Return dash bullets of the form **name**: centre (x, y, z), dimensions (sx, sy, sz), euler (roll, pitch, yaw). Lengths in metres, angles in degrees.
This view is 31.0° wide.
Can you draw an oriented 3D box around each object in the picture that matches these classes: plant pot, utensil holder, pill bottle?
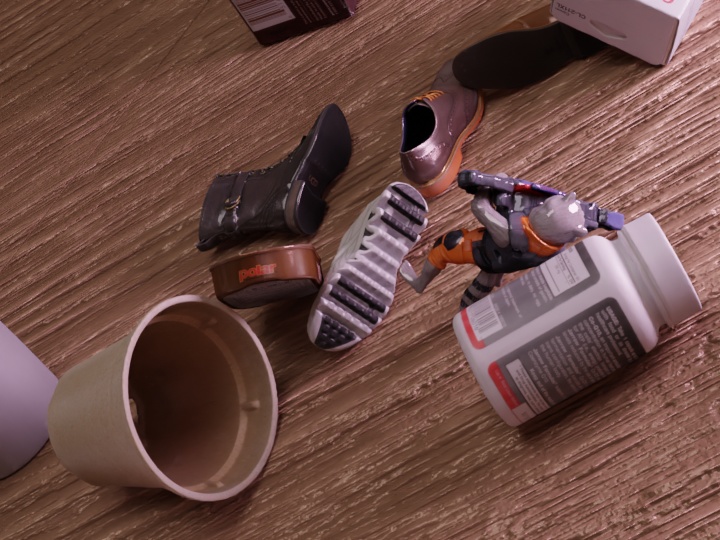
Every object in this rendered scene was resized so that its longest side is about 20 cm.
- **plant pot**: centre (-0.216, 0.144, 1.330), dimensions (0.182, 0.200, 0.202), euler (-18, 41, 41)
- **utensil holder**: centre (-0.466, 0.126, 1.514), dimensions (0.168, 0.200, 0.171), euler (-21, 41, 20)
- **pill bottle**: centre (0.191, 0.042, 1.148), dimensions (0.198, 0.114, 0.115), euler (-30, 39, 9)

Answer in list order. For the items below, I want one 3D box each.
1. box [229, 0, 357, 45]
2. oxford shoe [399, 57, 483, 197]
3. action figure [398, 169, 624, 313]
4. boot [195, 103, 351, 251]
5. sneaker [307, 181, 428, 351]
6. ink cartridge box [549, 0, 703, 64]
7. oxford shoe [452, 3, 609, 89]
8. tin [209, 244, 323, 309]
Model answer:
- **box**: centre (-0.095, -0.459, 1.828), dimensions (0.162, 0.166, 0.202), euler (-12, 46, 30)
- **oxford shoe**: centre (0.090, -0.181, 1.480), dimensions (0.070, 0.073, 0.202), euler (-10, 46, 31)
- **action figure**: centre (0.157, -0.020, 1.224), dimensions (0.193, 0.197, 0.106), euler (-36, 50, 57)
- **boot**: centre (-0.112, -0.115, 1.579), dimensions (0.172, 0.069, 0.202), euler (-3, 53, 36)
- **sneaker**: centre (0.000, 0.000, 1.387), dimensions (0.081, 0.075, 0.201), euler (-9, 46, 59)
- **ink cartridge box**: centre (0.315, -0.344, 1.411), dimensions (0.144, 0.083, 0.201), euler (27, 66, 13)
- **oxford shoe**: centre (0.198, -0.264, 1.487), dimensions (0.197, 0.072, 0.072), euler (-18, 36, 6)
- **tin**: centre (-0.096, 0.009, 1.366), dimensions (0.110, 0.200, 0.043), euler (-8, 83, 2)
